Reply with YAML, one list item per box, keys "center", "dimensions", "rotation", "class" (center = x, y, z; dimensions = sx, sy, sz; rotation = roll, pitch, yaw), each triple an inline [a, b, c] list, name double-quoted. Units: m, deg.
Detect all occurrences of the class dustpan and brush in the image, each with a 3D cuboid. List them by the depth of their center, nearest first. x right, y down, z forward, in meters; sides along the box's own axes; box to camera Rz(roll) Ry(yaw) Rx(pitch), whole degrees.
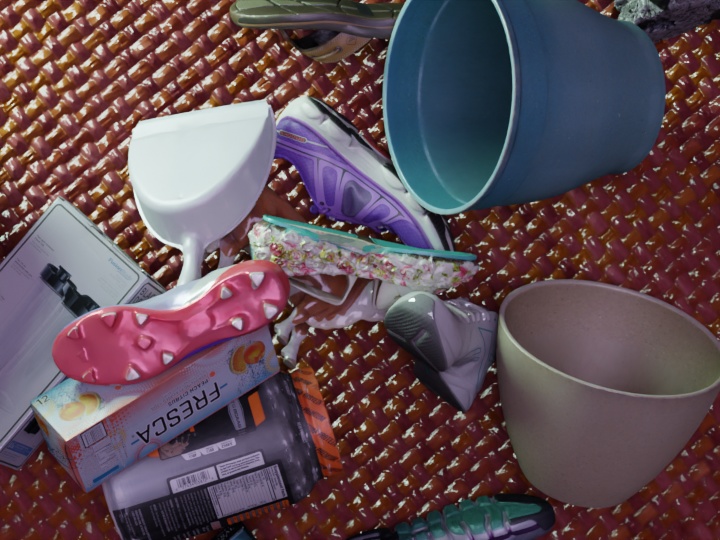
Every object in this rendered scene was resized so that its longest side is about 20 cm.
- center: [-0.143, -0.048, 1.560]
  dimensions: [0.138, 0.057, 0.201]
  rotation: [-8, 47, 18]
  class: "dustpan and brush"

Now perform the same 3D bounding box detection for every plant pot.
- center: [0.148, -0.150, 1.555]
  dimensions: [0.187, 0.199, 0.202]
  rotation: [-2, 90, -31]
  class: "plant pot"

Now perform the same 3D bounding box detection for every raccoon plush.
- center: [0.280, -0.283, 1.640]
  dimensions: [0.199, 0.097, 0.135]
  rotation: [-7, 75, -33]
  class: "raccoon plush"

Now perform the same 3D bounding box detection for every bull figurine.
- center: [-0.055, 0.005, 1.599]
  dimensions: [0.200, 0.065, 0.122]
  rotation: [39, 68, 1]
  class: "bull figurine"

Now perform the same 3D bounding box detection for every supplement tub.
- center: [-0.122, 0.157, 1.570]
  dimensions: [0.198, 0.123, 0.124]
  rotation: [-17, 91, -5]
  class: "supplement tub"

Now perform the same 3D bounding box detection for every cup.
- center: [0.202, 0.118, 1.574]
  dimensions: [0.198, 0.201, 0.144]
  rotation: [10, 115, -4]
  class: "cup"

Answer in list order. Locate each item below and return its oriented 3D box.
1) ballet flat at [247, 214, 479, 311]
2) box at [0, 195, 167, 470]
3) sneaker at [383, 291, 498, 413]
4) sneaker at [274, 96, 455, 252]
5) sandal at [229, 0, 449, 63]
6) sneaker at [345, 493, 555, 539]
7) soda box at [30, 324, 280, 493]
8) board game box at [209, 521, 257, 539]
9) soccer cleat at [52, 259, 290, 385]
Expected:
- center: [0.000, 0.000, 1.550]
  dimensions: [0.198, 0.076, 0.065]
  rotation: [10, 95, -3]
  class: "ballet flat"
- center: [-0.269, 0.053, 1.535]
  dimensions: [0.116, 0.060, 0.200]
  rotation: [38, 87, 20]
  class: "box"
- center: [0.075, 0.051, 1.560]
  dimensions: [0.070, 0.200, 0.080]
  rotation: [36, 80, 23]
  class: "sneaker"
- center: [0.001, -0.066, 1.616]
  dimensions: [0.200, 0.081, 0.084]
  rotation: [41, 104, 4]
  class: "sneaker"
- center: [-0.017, -0.210, 1.614]
  dimensions: [0.198, 0.082, 0.055]
  rotation: [3, 111, -11]
  class: "sandal"
- center: [0.081, 0.260, 1.618]
  dimensions: [0.198, 0.074, 0.088]
  rotation: [-15, 104, 5]
  class: "sneaker"
- center: [-0.168, 0.096, 1.509]
  dimensions: [0.199, 0.068, 0.064]
  rotation: [-31, 133, -21]
  class: "soda box"
- center: [-0.141, 0.330, 1.596]
  dimensions: [0.200, 0.028, 0.136]
  rotation: [-39, 111, -4]
  class: "board game box"
- center: [-0.151, 0.042, 1.479]
  dimensions: [0.198, 0.076, 0.067]
  rotation: [-20, 97, 4]
  class: "soccer cleat"
